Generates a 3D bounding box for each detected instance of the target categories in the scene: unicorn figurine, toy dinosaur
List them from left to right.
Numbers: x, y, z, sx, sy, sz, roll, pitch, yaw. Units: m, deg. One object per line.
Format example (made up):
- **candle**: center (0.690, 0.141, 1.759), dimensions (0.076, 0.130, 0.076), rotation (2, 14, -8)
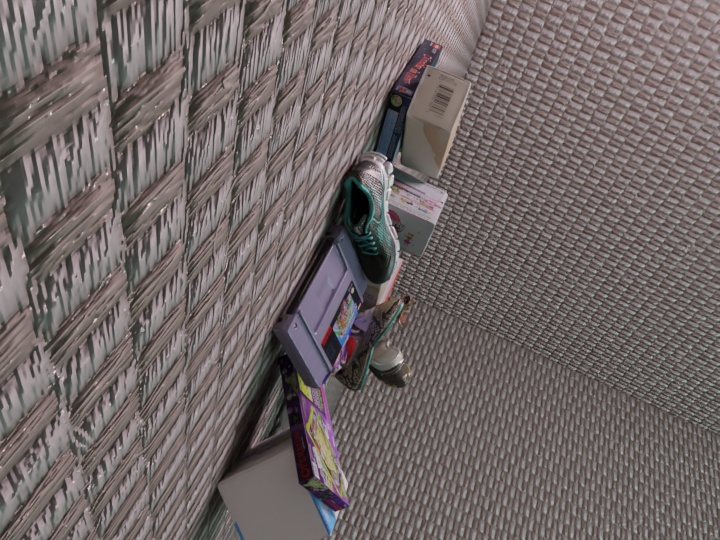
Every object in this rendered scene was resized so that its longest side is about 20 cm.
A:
- **unicorn figurine**: center (-0.123, 0.269, 1.168), dimensions (0.202, 0.073, 0.137), rotation (-54, -177, -3)
- **toy dinosaur**: center (0.024, 0.090, 1.239), dimensions (0.199, 0.133, 0.088), rotation (14, -62, 62)

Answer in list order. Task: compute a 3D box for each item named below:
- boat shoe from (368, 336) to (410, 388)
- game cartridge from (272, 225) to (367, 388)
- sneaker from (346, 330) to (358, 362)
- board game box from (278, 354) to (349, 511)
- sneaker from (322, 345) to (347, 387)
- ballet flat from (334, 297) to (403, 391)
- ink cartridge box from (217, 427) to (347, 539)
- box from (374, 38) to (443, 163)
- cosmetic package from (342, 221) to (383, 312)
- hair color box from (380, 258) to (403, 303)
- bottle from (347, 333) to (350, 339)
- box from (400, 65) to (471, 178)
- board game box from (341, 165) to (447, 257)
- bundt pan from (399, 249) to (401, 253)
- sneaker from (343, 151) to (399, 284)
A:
- **boat shoe**: center (0.047, 0.179, 1.195), dimensions (0.071, 0.061, 0.202), rotation (-32, -170, -8)
- **game cartridge**: center (-0.048, 0.051, 0.877), dimensions (0.131, 0.038, 0.202), rotation (63, 40, -38)
- **sneaker**: center (-0.050, 0.117, 1.327), dimensions (0.071, 0.110, 0.205), rotation (93, -9, -69)
- **board game box**: center (-0.069, 0.231, 0.885), dimensions (0.120, 0.032, 0.202), rotation (52, 15, -45)
- **sneaker**: center (-0.071, 0.151, 1.138), dimensions (0.201, 0.079, 0.090), rotation (-58, 162, -57)
- **ballet flat**: center (0.005, 0.125, 1.097), dimensions (0.068, 0.074, 0.203), rotation (-62, 177, -70)
- **ink cartridge box**: center (-0.107, 0.321, 0.923), dimensions (0.123, 0.131, 0.200), rotation (-26, 178, 6)
- **box**: center (0.083, -0.293, 1.060), dimensions (0.138, 0.037, 0.202), rotation (107, 8, -46)
- **cosmetic package**: center (0.000, 0.000, 1.080), dimensions (0.201, 0.103, 0.072), rotation (97, 19, -65)
- **hair color box**: center (0.033, 0.031, 1.540), dimensions (0.201, 0.100, 0.062), rotation (-61, 171, -49)
- **bottle**: center (-0.053, 0.089, 1.018), dimensions (0.200, 0.064, 0.085), rotation (-50, 118, -72)
- **box**: center (0.120, -0.241, 1.023), dimensions (0.200, 0.076, 0.097), rotation (82, 31, -79)
- **board game box**: center (0.065, -0.112, 1.040), dimensions (0.065, 0.145, 0.200), rotation (-66, 175, 24)
- **bundt pan**: center (0.047, -0.054, 1.382), dimensions (0.202, 0.074, 0.206), rotation (-160, -91, -87)
- **sneaker**: center (0.007, -0.067, 0.906), dimensions (0.091, 0.076, 0.204), rotation (-41, 129, -53)
